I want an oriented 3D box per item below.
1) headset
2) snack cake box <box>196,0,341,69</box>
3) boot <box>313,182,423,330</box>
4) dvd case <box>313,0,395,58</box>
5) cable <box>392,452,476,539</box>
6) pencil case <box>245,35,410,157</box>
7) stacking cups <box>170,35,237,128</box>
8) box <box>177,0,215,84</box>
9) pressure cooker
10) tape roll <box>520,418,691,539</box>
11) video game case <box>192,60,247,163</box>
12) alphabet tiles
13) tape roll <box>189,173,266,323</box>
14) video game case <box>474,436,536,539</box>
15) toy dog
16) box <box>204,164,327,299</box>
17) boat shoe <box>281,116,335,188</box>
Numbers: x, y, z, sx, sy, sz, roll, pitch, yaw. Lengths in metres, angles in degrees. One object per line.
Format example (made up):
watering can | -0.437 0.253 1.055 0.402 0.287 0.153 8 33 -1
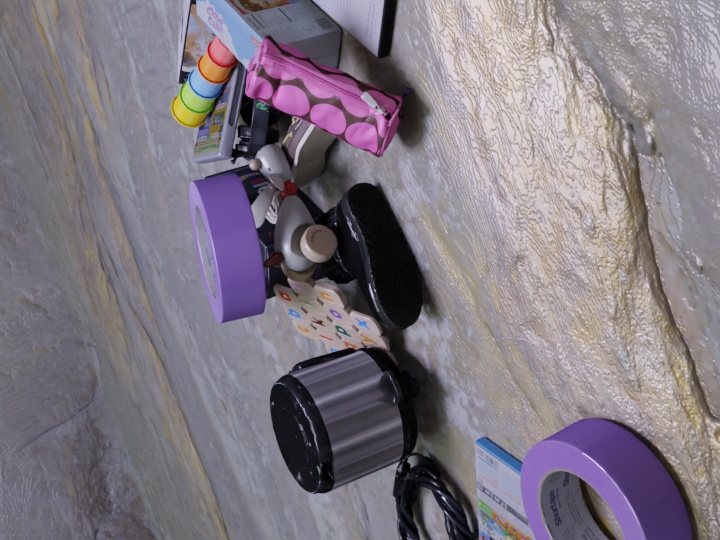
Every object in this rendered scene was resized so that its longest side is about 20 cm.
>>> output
headset | -0.163 -0.218 1.518 0.200 0.092 0.125 109 165 -66
snack cake box | -0.127 -0.335 1.388 0.200 0.114 0.068 49 146 33
boot | 0.002 -0.001 1.418 0.158 0.079 0.214 -39 64 55
dvd case | -0.020 -0.374 1.273 0.200 0.017 0.144 48 146 35
cable | 0.109 0.375 1.531 0.163 0.050 0.202 39 138 36
pencil case | -0.045 -0.216 1.255 0.094 0.198 0.092 -102 34 -87
stacking cups | -0.218 -0.281 1.507 0.200 0.060 0.061 -37 76 53
box | -0.234 -0.389 1.543 0.201 0.059 0.118 111 158 -46
pressure cooker | -0.011 0.205 1.455 0.175 0.198 0.181 31 133 55
tape roll | 0.266 0.270 1.134 0.200 0.065 0.202 39 139 44
video game case | -0.211 -0.258 1.572 0.200 0.022 0.185 -170 92 -69
alphabet tiles | -0.035 0.080 1.510 0.194 0.015 0.201 17 148 35
tape roll | -0.188 -0.031 1.446 0.200 0.065 0.203 168 90 -76
video game case | 0.205 0.335 1.354 0.143 0.018 0.203 30 133 49
toy dog | -0.116 -0.072 1.417 0.201 0.095 0.133 52 140 33
box | -0.146 -0.068 1.595 0.200 0.121 0.107 45 143 37
boat shoe | -0.074 -0.189 1.444 0.060 0.071 0.200 57 156 14
